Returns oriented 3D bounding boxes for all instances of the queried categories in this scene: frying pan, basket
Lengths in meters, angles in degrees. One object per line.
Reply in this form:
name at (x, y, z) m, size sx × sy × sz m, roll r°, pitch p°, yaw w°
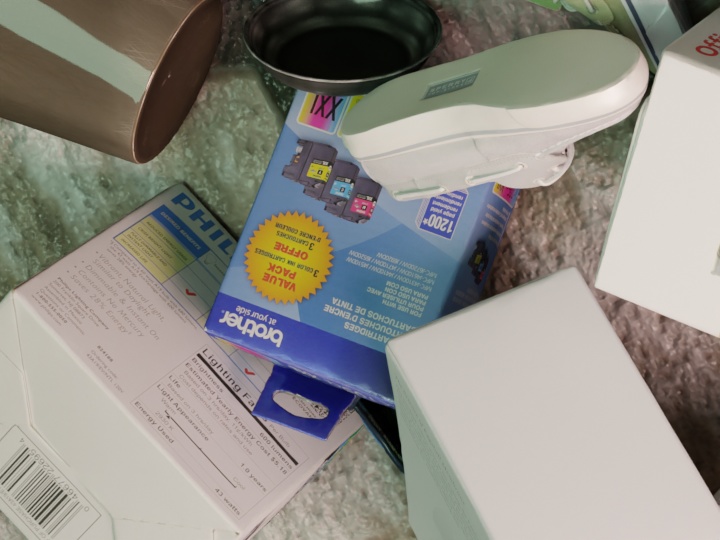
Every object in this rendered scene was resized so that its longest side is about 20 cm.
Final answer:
frying pan at (-0.044, -0.142, 1.708) m, size 0.190 × 0.115 × 0.031 m, roll 14°, pitch 127°, yaw 22°
basket at (-0.195, -0.156, 1.765) m, size 0.200 × 0.136 × 0.180 m, roll 25°, pitch 136°, yaw 11°

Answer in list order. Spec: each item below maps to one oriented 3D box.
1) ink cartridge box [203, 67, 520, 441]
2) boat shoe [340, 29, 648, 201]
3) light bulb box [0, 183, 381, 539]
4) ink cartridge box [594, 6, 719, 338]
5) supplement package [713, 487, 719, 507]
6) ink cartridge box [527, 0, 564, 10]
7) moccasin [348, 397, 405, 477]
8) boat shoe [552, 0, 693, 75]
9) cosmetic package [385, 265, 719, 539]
ink cartridge box at (0.000, 0.000, 1.711) m, size 0.136 × 0.076 × 0.200 m, roll 20°, pitch 88°, yaw 18°
boat shoe at (0.079, -0.075, 1.596) m, size 0.200 × 0.072 × 0.069 m, roll -14°, pitch 123°, yaw 35°
light bulb box at (-0.125, 0.082, 1.778) m, size 0.198 × 0.200 × 0.125 m, roll 47°, pitch 123°, yaw 3°
ink cartridge box at (0.255, -0.039, 1.579) m, size 0.200 × 0.147 × 0.146 m, roll 23°, pitch 117°, yaw 17°
supplement package at (0.315, 0.140, 1.611) m, size 0.200 × 0.156 × 0.111 m, roll -9°, pitch 103°, yaw 28°
ink cartridge box at (0.076, -0.263, 1.642) m, size 0.146 × 0.048 × 0.200 m, roll 22°, pitch 119°, yaw 18°
moccasin at (0.021, 0.058, 1.774) m, size 0.080 × 0.068 × 0.200 m, roll -39°, pitch 89°, yaw 31°
boat shoe at (0.124, -0.174, 1.601) m, size 0.062 × 0.072 × 0.200 m, roll -24°, pitch 128°, yaw 17°
cosmetic package at (0.112, 0.143, 1.625) m, size 0.200 × 0.123 × 0.199 m, roll 80°, pitch 165°, yaw -56°
